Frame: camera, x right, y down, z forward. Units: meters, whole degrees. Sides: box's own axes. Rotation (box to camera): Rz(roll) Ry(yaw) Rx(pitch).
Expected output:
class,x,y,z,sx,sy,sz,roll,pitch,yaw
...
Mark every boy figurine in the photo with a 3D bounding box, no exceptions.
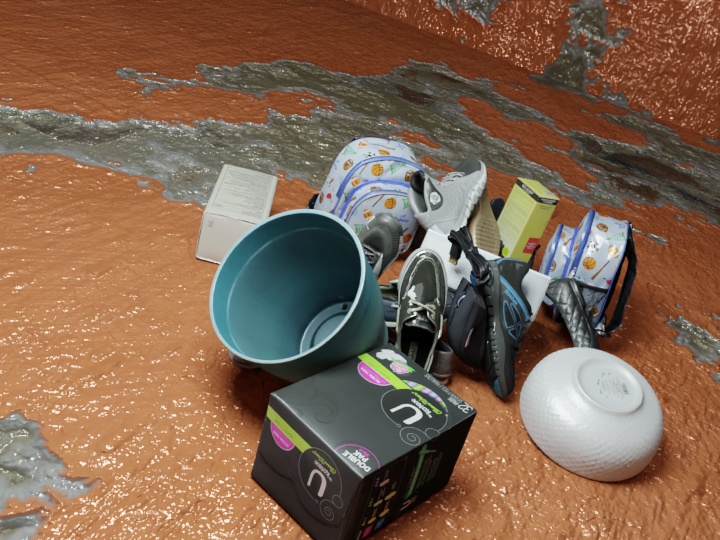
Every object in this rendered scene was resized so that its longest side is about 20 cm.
class,x,y,z,sx,sy,sz,roll,pitch,yaw
boy figurine,0.200,-0.117,1.557,0.124,0.065,0.200,-6,13,-25

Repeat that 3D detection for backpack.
class,x,y,z,sx,sy,sz,roll,pitch,yaw
backpack,0.024,-0.129,1.400,0.199,0.191,0.154,1,33,-28
backpack,0.386,-0.007,1.372,0.154,0.191,0.200,24,20,4

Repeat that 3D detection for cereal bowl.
class,x,y,z,sx,sy,sz,roll,pitch,yaw
cereal bowl,0.323,0.180,1.099,0.199,0.084,0.200,7,42,-7

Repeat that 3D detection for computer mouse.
class,x,y,z,sx,sy,sz,roll,pitch,yaw
computer mouse,0.138,0.038,1.139,0.046,0.201,0.141,-8,41,-10

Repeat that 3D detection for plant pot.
class,x,y,z,sx,sy,sz,roll,pitch,yaw
plant pot,-0.055,0.056,1.009,0.200,0.200,0.188,38,-7,35

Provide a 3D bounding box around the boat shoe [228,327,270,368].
class,x,y,z,sx,sy,sz,roll,pitch,yaw
boat shoe,-0.142,0.053,1.135,0.073,0.068,0.200,17,29,1

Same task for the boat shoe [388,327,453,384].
class,x,y,z,sx,sy,sz,roll,pitch,yaw
boat shoe,0.076,0.089,1.197,0.067,0.057,0.200,-5,35,-33

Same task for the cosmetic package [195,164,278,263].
class,x,y,z,sx,sy,sz,roll,pitch,yaw
cosmetic package,-0.203,-0.092,1.339,0.103,0.088,0.200,15,28,-6

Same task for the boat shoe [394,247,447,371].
class,x,y,z,sx,sy,sz,roll,pitch,yaw
boat shoe,0.083,0.067,1.093,0.070,0.201,0.064,8,-5,-4

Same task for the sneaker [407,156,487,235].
class,x,y,z,sx,sy,sz,roll,pitch,yaw
sneaker,0.139,-0.143,1.334,0.115,0.075,0.200,40,50,-22

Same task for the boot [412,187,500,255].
class,x,y,z,sx,sy,sz,roll,pitch,yaw
boot,0.163,-0.061,1.433,0.072,0.166,0.201,22,54,-35

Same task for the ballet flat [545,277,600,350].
class,x,y,z,sx,sy,sz,roll,pitch,yaw
ballet flat,0.337,0.106,1.255,0.066,0.057,0.201,33,41,-55

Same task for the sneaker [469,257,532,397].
class,x,y,z,sx,sy,sz,roll,pitch,yaw
sneaker,0.210,0.081,1.141,0.082,0.201,0.073,-7,8,-13

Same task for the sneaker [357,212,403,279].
class,x,y,z,sx,sy,sz,roll,pitch,yaw
sneaker,0.000,0.000,1.190,0.066,0.200,0.091,36,42,1

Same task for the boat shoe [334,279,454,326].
class,x,y,z,sx,sy,sz,roll,pitch,yaw
boat shoe,0.055,0.041,1.167,0.199,0.062,0.075,0,27,-19

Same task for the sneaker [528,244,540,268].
class,x,y,z,sx,sy,sz,roll,pitch,yaw
sneaker,0.233,-0.053,1.496,0.199,0.088,0.074,23,29,10

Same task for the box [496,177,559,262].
class,x,y,z,sx,sy,sz,roll,pitch,yaw
box,0.267,-0.055,1.397,0.050,0.201,0.075,7,28,-30

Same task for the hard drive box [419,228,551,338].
class,x,y,z,sx,sy,sz,roll,pitch,yaw
hard drive box,0.185,0.025,1.269,0.199,0.077,0.156,23,-10,11

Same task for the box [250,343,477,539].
class,x,y,z,sx,sy,sz,roll,pitch,yaw
box,0.005,0.194,0.907,0.148,0.125,0.200,36,35,32
